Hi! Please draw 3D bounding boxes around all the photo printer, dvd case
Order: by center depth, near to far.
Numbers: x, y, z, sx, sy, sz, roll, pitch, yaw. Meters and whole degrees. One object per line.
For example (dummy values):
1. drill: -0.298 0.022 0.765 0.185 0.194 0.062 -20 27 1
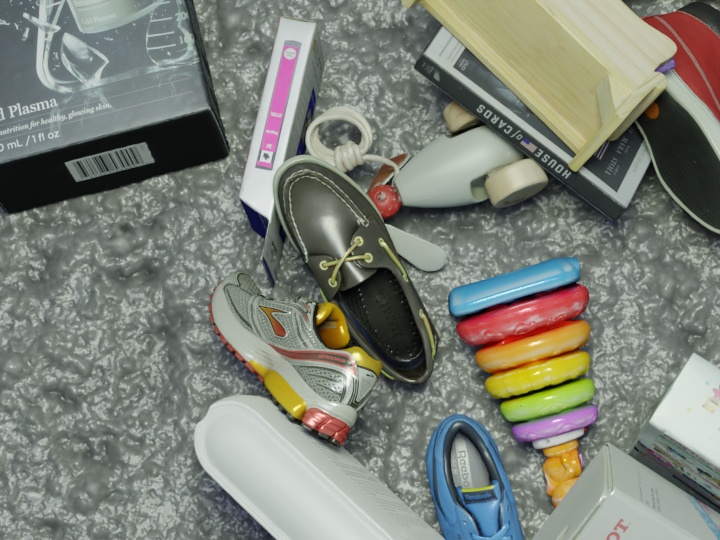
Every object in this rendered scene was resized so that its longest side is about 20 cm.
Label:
1. photo printer: -0.031 0.171 1.368 0.200 0.166 0.070 40 94 22
2. dvd case: 0.153 -0.149 1.459 0.199 0.025 0.151 36 50 -4

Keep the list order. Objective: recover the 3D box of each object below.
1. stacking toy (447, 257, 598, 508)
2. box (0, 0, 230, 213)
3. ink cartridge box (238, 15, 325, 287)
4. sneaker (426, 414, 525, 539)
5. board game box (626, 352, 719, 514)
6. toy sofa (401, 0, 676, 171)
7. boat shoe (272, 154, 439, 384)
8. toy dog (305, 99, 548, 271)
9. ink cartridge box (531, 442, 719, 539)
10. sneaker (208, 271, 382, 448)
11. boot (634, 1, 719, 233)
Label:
1. stacking toy: 0.144 0.098 1.428 0.109 0.116 0.202 -16 87 2
2. box: -0.228 -0.177 1.495 0.198 0.124 0.198 -15 74 -1
3. ink cartridge box: -0.066 -0.095 1.479 0.037 0.095 0.202 9 77 5
4. sneaker: 0.096 0.209 1.407 0.065 0.078 0.202 -16 77 -3
5. board game box: 0.278 0.143 1.350 0.147 0.200 0.065 34 81 10
6. toy sofa: 0.139 -0.184 1.402 0.200 0.083 0.098 44 53 3
7. boat shoe: 0.000 0.000 1.420 0.071 0.061 0.202 -33 110 5
8. toy dog: 0.058 -0.069 1.484 0.198 0.096 0.133 -7 78 16
9. ink cartridge box: 0.220 0.244 1.335 0.199 0.088 0.146 31 109 -8
10. sneaker: -0.047 0.055 1.418 0.082 0.078 0.200 -51 45 3
11. boot: 0.288 -0.128 1.463 0.143 0.072 0.201 -17 68 -36
